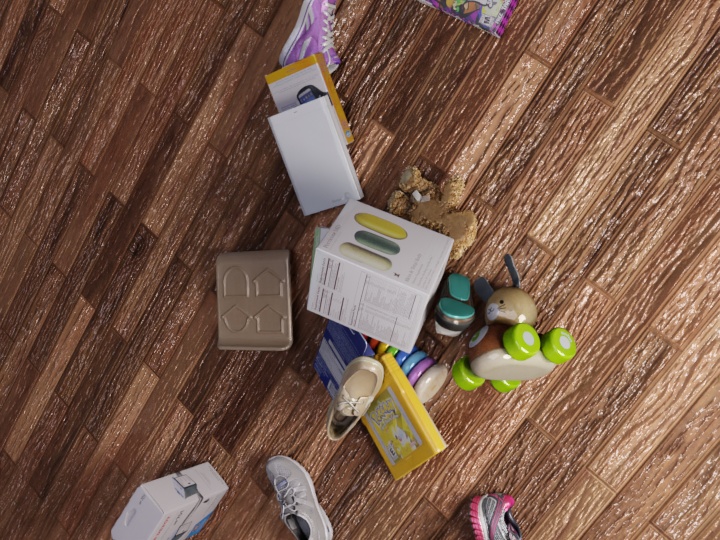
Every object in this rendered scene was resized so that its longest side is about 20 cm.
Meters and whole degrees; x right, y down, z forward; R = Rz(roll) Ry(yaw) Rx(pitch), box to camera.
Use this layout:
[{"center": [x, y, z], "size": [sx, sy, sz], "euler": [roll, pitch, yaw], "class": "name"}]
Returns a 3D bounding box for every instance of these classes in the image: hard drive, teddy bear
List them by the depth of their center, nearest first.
[{"center": [0.132, -0.106, 1.338], "size": [0.198, 0.067, 0.147], "euler": [19, 90, 33], "class": "teddy bear"}, {"center": [-0.086, -0.217, 1.426], "size": [0.130, 0.026, 0.202], "euler": [-14, 104, 27], "class": "hard drive"}]

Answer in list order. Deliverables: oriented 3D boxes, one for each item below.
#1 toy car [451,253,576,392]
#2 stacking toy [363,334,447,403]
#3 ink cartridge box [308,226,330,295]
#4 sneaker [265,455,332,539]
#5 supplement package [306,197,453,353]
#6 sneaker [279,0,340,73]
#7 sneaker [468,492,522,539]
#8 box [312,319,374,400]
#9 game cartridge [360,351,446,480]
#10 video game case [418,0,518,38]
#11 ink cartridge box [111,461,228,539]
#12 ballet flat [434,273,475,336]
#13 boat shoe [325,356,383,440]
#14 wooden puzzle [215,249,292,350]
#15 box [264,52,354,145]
[{"center": [0.238, 0.080, 1.241], "size": [0.164, 0.156, 0.202], "euler": [-42, 48, 47], "class": "toy car"}, {"center": [0.061, 0.151, 1.367], "size": [0.199, 0.085, 0.086], "euler": [39, 108, 25], "class": "stacking toy"}, {"center": [0.000, 0.000, 1.412], "size": [0.198, 0.048, 0.148], "euler": [8, 94, 30], "class": "ink cartridge box"}, {"center": [-0.128, 0.455, 1.468], "size": [0.075, 0.082, 0.201], "euler": [-43, 72, 21], "class": "sneaker"}, {"center": [0.033, 0.007, 1.279], "size": [0.198, 0.152, 0.152], "euler": [22, 135, 9], "class": "supplement package"}, {"center": [-0.066, -0.456, 1.430], "size": [0.114, 0.072, 0.202], "euler": [37, 117, 17], "class": "sneaker"}, {"center": [0.246, 0.485, 1.273], "size": [0.074, 0.080, 0.203], "euler": [-18, 82, 25], "class": "sneaker"}, {"center": [-0.030, 0.154, 1.376], "size": [0.122, 0.032, 0.201], "euler": [55, 143, 33], "class": "box"}, {"center": [0.056, 0.263, 1.349], "size": [0.201, 0.032, 0.177], "euler": [57, 144, 15], "class": "game cartridge"}, {"center": [0.211, -0.535, 1.295], "size": [0.180, 0.036, 0.202], "euler": [34, 106, 24], "class": "video game case"}, {"center": [-0.392, 0.496, 1.541], "size": [0.086, 0.199, 0.147], "euler": [41, 109, 21], "class": "ink cartridge box"}, {"center": [0.159, 0.070, 1.254], "size": [0.067, 0.200, 0.069], "euler": [18, 112, 7], "class": "ballet flat"}, {"center": [-0.014, 0.230, 1.320], "size": [0.071, 0.065, 0.201], "euler": [24, 131, -5], "class": "boat shoe"}, {"center": [-0.213, 0.061, 1.530], "size": [0.183, 0.046, 0.203], "euler": [-2, 86, 27], "class": "wooden puzzle"}, {"center": [-0.094, -0.301, 1.434], "size": [0.118, 0.041, 0.202], "euler": [-14, 106, 27], "class": "box"}]
